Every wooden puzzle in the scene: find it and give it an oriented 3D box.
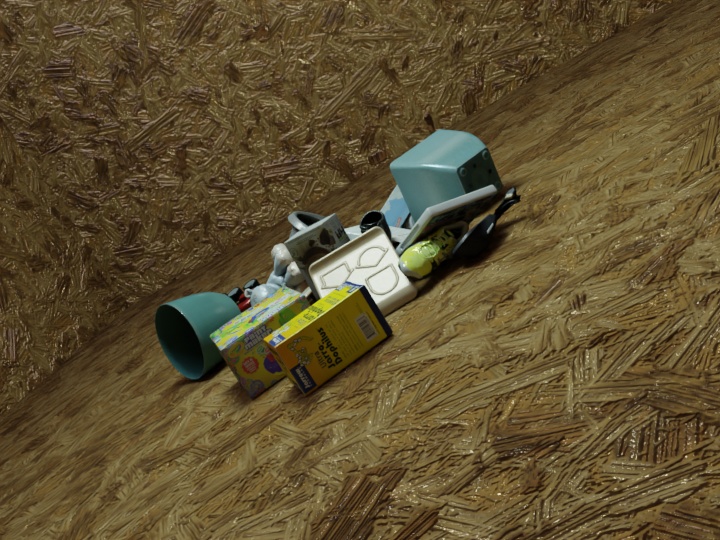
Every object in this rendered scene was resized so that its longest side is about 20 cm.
[{"bbox_3d":[0.005,0.027,1.596,0.185,0.046,0.201,-31,51,4],"label":"wooden puzzle"}]

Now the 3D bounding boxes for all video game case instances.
[{"bbox_3d":[0.175,-0.098,1.634,0.199,0.023,0.182,-21,-20,-35],"label":"video game case"}]

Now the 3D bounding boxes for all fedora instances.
[{"bbox_3d":[-0.117,-0.079,2.018,0.091,0.176,0.200,-62,-18,15],"label":"fedora"}]

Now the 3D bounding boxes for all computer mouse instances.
[{"bbox_3d":[0.266,-0.092,1.558,0.200,0.046,0.141,-36,-14,-53],"label":"computer mouse"}]

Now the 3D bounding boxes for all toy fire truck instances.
[{"bbox_3d":[-0.352,0.123,2.108,0.175,0.129,0.200,-24,25,28],"label":"toy fire truck"}]

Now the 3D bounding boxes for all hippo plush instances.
[{"bbox_3d":[-0.231,0.033,2.045,0.160,0.160,0.200,-33,13,-13],"label":"hippo plush"}]

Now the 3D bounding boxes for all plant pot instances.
[{"bbox_3d":[-0.387,0.147,1.925,0.161,0.202,0.200,-27,7,-41],"label":"plant pot"},{"bbox_3d":[0.231,-0.224,1.902,0.195,0.197,0.200,-37,22,-24],"label":"plant pot"}]

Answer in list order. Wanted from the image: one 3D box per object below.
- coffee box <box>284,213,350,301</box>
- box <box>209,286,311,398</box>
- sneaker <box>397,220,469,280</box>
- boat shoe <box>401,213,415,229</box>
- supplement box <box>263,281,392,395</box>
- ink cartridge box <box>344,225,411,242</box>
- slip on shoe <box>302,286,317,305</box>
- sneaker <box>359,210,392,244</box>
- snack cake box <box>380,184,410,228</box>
[{"bbox_3d":[-0.064,-0.008,1.712,0.113,0.201,0.080,-25,10,29],"label":"coffee box"},{"bbox_3d":[-0.191,0.143,1.614,0.199,0.122,0.193,-33,13,-12],"label":"box"},{"bbox_3d":[0.148,-0.048,1.572,0.200,0.075,0.077,-36,-20,-41],"label":"sneaker"},{"bbox_3d":[0.164,-0.158,2.057,0.062,0.072,0.200,-27,13,46],"label":"boat shoe"},{"bbox_3d":[-0.061,0.120,1.421,0.199,0.110,0.109,-35,13,-14],"label":"supplement box"},{"bbox_3d":[0.065,-0.069,1.839,0.199,0.048,0.160,13,16,28],"label":"ink cartridge box"},{"bbox_3d":[-0.090,0.054,1.814,0.200,0.076,0.061,-45,19,-2],"label":"slip on shoe"},{"bbox_3d":[0.036,-0.044,1.676,0.070,0.099,0.201,-16,52,13],"label":"sneaker"},{"bbox_3d":[0.089,-0.154,2.036,0.200,0.067,0.115,-59,1,-37],"label":"snack cake box"}]
